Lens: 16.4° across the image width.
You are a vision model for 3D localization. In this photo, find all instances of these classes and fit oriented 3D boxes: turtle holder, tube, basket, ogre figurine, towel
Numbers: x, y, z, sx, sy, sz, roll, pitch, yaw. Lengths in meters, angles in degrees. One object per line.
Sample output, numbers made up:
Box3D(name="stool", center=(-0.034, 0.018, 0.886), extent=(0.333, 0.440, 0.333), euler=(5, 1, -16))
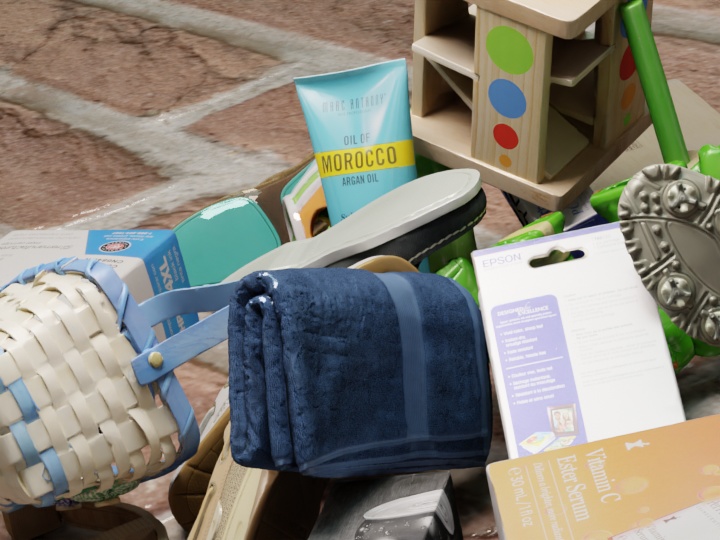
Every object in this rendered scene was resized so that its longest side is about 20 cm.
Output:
Box3D(name="turtle holder", center=(0.016, -0.039, 1.668), extent=(0.131, 0.141, 0.186), euler=(-16, 23, -4))
Box3D(name="tube", center=(0.011, -0.027, 1.557), extent=(0.077, 0.201, 0.050), euler=(-8, 7, 20))
Box3D(name="basket", center=(-0.151, 0.057, 1.443), extent=(0.200, 0.139, 0.176), euler=(-35, 11, -29))
Box3D(name="ogre figurine", center=(0.152, 0.014, 1.471), extent=(0.199, 0.120, 0.098), euler=(-27, 7, -22))
Box3D(name="towel", center=(0.006, 0.055, 1.355), extent=(0.048, 0.112, 0.200), euler=(-7, -6, 36))

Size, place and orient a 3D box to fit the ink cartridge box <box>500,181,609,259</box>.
Box3D(name="ink cartridge box", center=(0.116, -0.058, 1.633), extent=(0.044, 0.094, 0.200), euler=(-28, 42, 1))

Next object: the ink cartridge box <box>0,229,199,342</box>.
Box3D(name="ink cartridge box", center=(-0.221, 0.050, 1.654), extent=(0.145, 0.085, 0.200), euler=(1, 25, 29))

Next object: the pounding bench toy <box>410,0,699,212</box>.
Box3D(name="pounding bench toy", center=(0.136, -0.135, 1.524), extent=(0.199, 0.156, 0.124), euler=(25, 45, 26))

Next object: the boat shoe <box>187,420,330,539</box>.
Box3D(name="boat shoe", center=(-0.048, 0.093, 1.381), extent=(0.064, 0.071, 0.201), euler=(2, 59, 41))

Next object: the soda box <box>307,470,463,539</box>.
Box3D(name="soda box", center=(0.002, 0.177, 1.260), extent=(0.070, 0.064, 0.200), euler=(-6, 24, 16))

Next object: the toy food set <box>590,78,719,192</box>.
Box3D(name="toy food set", center=(0.194, -0.062, 1.753), extent=(0.143, 0.061, 0.200), euler=(-18, 31, -13))

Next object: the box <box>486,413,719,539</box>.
Box3D(name="box", center=(0.172, 0.149, 1.181), extent=(0.199, 0.107, 0.152), euler=(-13, 22, 0))

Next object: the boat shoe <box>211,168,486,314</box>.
Box3D(name="boat shoe", center=(0.000, 0.000, 1.506), extent=(0.199, 0.060, 0.076), euler=(-23, 16, 32))

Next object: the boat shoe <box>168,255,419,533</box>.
Box3D(name="boat shoe", center=(-0.043, 0.066, 1.458), extent=(0.200, 0.071, 0.069), euler=(-46, 16, -1))

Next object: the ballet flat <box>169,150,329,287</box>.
Box3D(name="ballet flat", center=(-0.057, -0.037, 1.785), extent=(0.200, 0.068, 0.072), euler=(-34, -12, 3))

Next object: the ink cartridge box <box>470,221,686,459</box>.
Box3D(name="ink cartridge box", center=(0.124, 0.067, 1.372), extent=(0.099, 0.039, 0.201), euler=(-11, 53, 4))

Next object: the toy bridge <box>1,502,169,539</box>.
Box3D(name="toy bridge", center=(-0.142, 0.162, 1.419), extent=(0.067, 0.027, 0.200), euler=(-20, 22, -21))

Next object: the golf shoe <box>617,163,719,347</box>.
Box3D(name="golf shoe", center=(0.216, 0.014, 1.412), extent=(0.078, 0.200, 0.097), euler=(-47, 11, 3))
